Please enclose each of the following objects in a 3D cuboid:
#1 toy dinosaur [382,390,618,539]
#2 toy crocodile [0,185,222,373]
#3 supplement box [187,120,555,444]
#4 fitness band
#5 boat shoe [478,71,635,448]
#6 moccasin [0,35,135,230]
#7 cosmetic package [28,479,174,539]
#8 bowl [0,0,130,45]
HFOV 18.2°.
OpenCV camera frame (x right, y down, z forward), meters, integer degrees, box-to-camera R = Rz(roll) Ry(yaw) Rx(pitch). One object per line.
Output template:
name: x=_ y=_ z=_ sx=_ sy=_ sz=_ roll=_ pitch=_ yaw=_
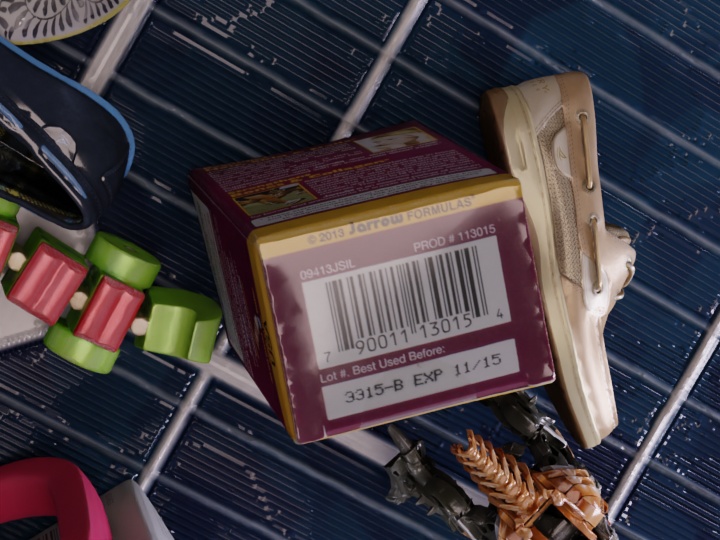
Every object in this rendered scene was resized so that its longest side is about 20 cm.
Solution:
toy dinosaur: x=0.090 y=0.114 z=1.171 sx=0.102 sy=0.136 sz=0.200 roll=-36 pitch=149 yaw=-18
toy crocodile: x=-0.165 y=0.000 z=1.136 sx=0.199 sy=0.062 sz=0.068 roll=27 pitch=95 yaw=-15
supplement box: x=0.000 y=0.000 z=1.099 sx=0.130 sy=0.200 sz=0.104 roll=-14 pitch=104 yaw=-9
fitness band: x=-0.187 y=0.157 z=1.091 sx=0.143 sy=0.200 sz=0.038 roll=-27 pitch=112 yaw=-2
boat shoe: x=0.116 y=-0.004 z=1.190 sx=0.064 sy=0.071 sz=0.201 roll=-15 pitch=103 yaw=-8
moccasin: x=-0.204 y=-0.085 z=1.084 sx=0.199 sy=0.068 sz=0.081 roll=22 pitch=137 yaw=-9
cosmetic package: x=-0.127 y=0.249 z=1.141 sx=0.167 sy=0.166 sz=0.200 roll=-32 pitch=107 yaw=-4
bowl: x=-0.182 y=-0.209 z=1.055 sx=0.200 sy=0.201 sz=0.094 roll=25 pitch=52 yaw=-16
